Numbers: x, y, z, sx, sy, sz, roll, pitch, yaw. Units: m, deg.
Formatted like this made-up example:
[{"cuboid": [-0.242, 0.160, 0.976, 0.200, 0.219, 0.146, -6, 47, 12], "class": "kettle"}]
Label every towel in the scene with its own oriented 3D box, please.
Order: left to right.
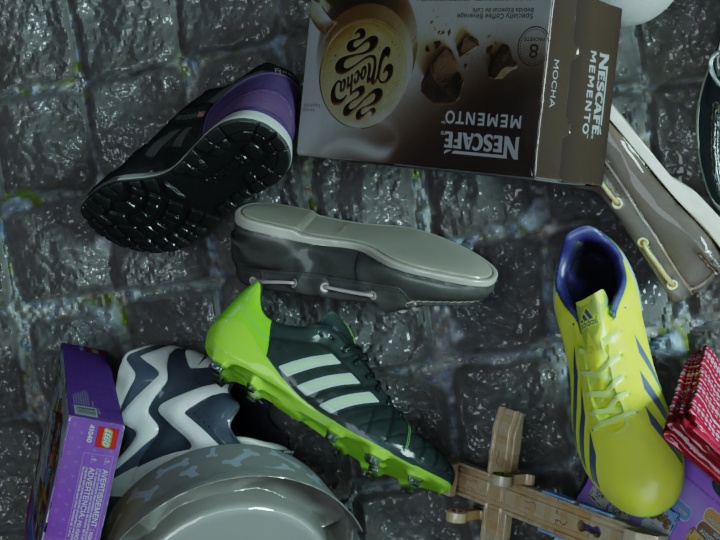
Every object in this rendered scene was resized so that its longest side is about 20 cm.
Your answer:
[{"cuboid": [0.249, 0.113, 0.755, 0.144, 0.200, 0.023, 41, 108, 8], "class": "towel"}]

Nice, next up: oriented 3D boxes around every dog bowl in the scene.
[{"cuboid": [-0.093, 0.208, 0.873, 0.198, 0.059, 0.202, -8, 120, -14], "class": "dog bowl"}]

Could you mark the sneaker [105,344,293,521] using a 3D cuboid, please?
[{"cuboid": [-0.110, 0.157, 0.911, 0.128, 0.079, 0.202, 1, 83, 23], "class": "sneaker"}]

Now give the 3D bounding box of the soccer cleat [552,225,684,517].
[{"cuboid": [0.154, 0.059, 0.791, 0.064, 0.084, 0.202, -16, 47, 13], "class": "soccer cleat"}]

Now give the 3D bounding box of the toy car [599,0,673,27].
[{"cuboid": [0.151, -0.263, 0.786, 0.199, 0.150, 0.176, 31, 100, 11], "class": "toy car"}]

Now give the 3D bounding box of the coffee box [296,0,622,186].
[{"cuboid": [0.059, -0.120, 0.814, 0.199, 0.079, 0.115, 11, 97, 41], "class": "coffee box"}]

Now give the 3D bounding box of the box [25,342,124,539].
[{"cuboid": [-0.202, 0.141, 0.879, 0.039, 0.200, 0.138, 12, 97, -16], "class": "box"}]

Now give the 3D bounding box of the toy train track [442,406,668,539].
[{"cuboid": [0.111, 0.157, 0.820, 0.199, 0.032, 0.116, 11, 97, 52], "class": "toy train track"}]

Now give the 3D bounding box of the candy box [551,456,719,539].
[{"cuboid": [0.187, 0.217, 0.794, 0.071, 0.168, 0.202, 22, 101, -27], "class": "candy box"}]

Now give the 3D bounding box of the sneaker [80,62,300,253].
[{"cuboid": [-0.117, -0.081, 0.916, 0.199, 0.088, 0.076, -22, 128, 33], "class": "sneaker"}]

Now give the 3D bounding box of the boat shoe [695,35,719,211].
[{"cuboid": [0.262, -0.133, 0.810, 0.074, 0.062, 0.202, 15, 97, 11], "class": "boat shoe"}]

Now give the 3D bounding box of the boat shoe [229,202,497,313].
[{"cuboid": [0.000, 0.000, 0.889, 0.198, 0.067, 0.058, 14, 116, 18], "class": "boat shoe"}]

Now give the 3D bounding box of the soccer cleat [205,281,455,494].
[{"cuboid": [-0.013, 0.081, 0.868, 0.199, 0.068, 0.081, 32, 70, 3], "class": "soccer cleat"}]

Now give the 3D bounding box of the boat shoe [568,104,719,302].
[{"cuboid": [0.165, -0.068, 0.836, 0.059, 0.072, 0.200, -43, 87, 11], "class": "boat shoe"}]
